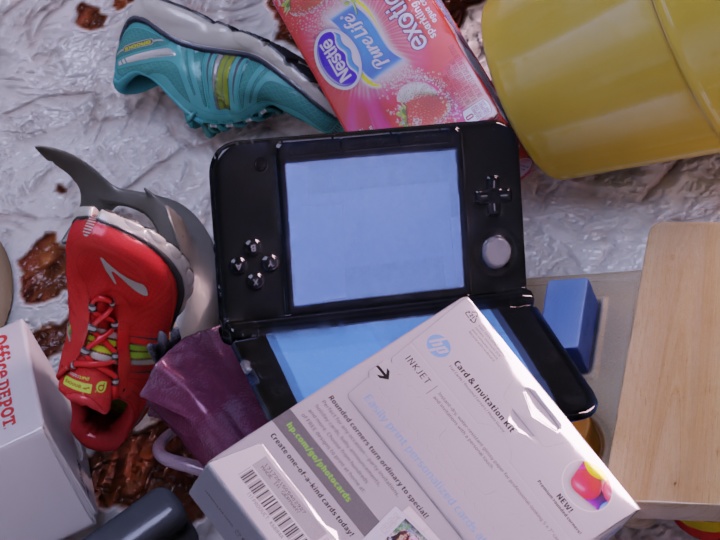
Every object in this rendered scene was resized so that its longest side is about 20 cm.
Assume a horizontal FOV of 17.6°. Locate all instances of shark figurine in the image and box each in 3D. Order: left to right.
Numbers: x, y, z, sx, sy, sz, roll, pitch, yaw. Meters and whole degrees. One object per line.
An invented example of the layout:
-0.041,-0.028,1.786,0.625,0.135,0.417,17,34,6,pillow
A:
-0.133,-0.021,1.559,0.128,0.090,0.215,-26,50,-5,shark figurine

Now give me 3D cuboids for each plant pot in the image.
0.189,-0.149,1.495,0.188,0.201,0.202,-22,46,22,plant pot

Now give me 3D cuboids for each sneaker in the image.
-0.148,0.042,1.405,0.077,0.201,0.085,17,54,12,sneaker
-0.090,-0.130,1.655,0.199,0.077,0.080,22,91,27,sneaker

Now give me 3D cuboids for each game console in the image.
0.026,0.005,1.354,0.199,0.172,0.118,-6,7,-22,game console

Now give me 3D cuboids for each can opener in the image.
-0.196,0.195,1.424,0.200,0.053,0.067,-36,50,-13,can opener

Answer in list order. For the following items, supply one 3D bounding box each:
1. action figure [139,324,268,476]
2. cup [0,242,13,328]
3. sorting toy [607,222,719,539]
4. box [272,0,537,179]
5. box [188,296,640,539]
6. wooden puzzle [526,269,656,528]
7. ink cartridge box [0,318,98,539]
-0.054,0.124,1.384,0.134,0.149,0.200,-24,61,-41,action figure
-0.355,-0.009,1.585,0.199,0.144,0.201,-10,50,12,cup
0.258,0.071,1.359,0.197,0.070,0.201,1,53,19,sorting toy
0.024,-0.135,1.548,0.095,0.100,0.201,-33,64,8,box
0.031,0.123,1.252,0.200,0.041,0.156,-32,77,-33,box
0.090,0.072,1.431,0.199,0.046,0.186,-1,52,18,wooden puzzle
-0.276,0.131,1.459,0.199,0.084,0.145,-24,30,-1,ink cartridge box
